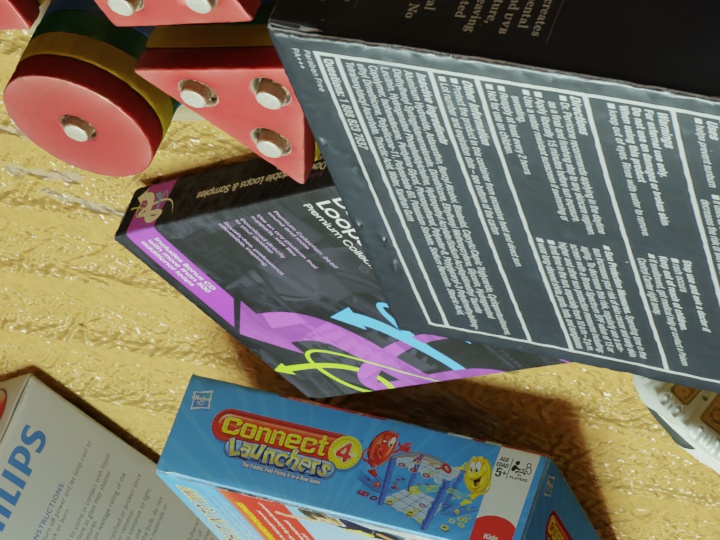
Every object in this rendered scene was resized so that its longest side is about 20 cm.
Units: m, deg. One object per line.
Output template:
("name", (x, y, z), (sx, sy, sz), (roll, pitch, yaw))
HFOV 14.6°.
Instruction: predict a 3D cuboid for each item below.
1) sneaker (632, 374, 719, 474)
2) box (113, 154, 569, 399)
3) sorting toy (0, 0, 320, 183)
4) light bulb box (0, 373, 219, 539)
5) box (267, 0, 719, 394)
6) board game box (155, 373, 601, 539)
("sneaker", (0.201, 0.090, 1.240), (0.200, 0.076, 0.088), (27, 152, -4))
("box", (0.000, 0.000, 1.284), (0.143, 0.036, 0.200), (40, 147, -29))
("sorting toy", (-0.086, -0.109, 1.127), (0.200, 0.070, 0.199), (2, 145, 35))
("light bulb box", (-0.189, 0.175, 1.637), (0.200, 0.125, 0.198), (38, 150, -25))
("box", (0.100, -0.058, 1.012), (0.198, 0.123, 0.200), (12, 152, 23))
("board game box", (0.021, 0.134, 1.443), (0.195, 0.056, 0.200), (12, 159, 22))
